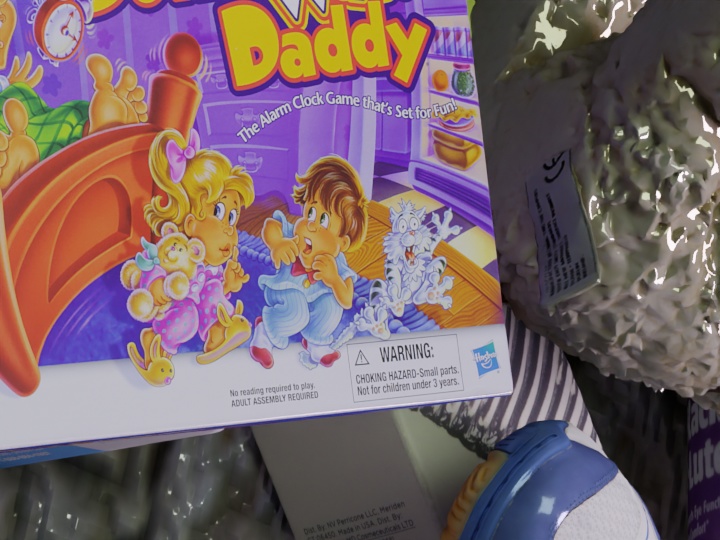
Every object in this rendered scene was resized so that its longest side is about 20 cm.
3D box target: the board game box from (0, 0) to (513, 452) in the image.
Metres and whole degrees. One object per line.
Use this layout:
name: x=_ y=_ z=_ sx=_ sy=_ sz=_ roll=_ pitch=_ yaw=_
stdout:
board game box: x=-0.060 y=-0.027 z=0.675 sx=0.199 sy=0.045 sz=0.135 roll=-5 pitch=86 yaw=-37

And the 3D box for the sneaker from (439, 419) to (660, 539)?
sneaker: x=0.085 y=0.122 z=0.833 sx=0.075 sy=0.088 sz=0.200 roll=-45 pitch=139 yaw=-18

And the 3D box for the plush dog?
plush dog: x=0.111 y=-0.004 z=0.831 sx=0.171 sy=0.200 sz=0.161 roll=30 pitch=85 yaw=-26

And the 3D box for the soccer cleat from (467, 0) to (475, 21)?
soccer cleat: x=0.082 y=-0.117 z=0.989 sx=0.200 sy=0.065 sz=0.084 roll=-16 pitch=58 yaw=-36

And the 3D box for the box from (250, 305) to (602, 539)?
box: x=0.000 y=0.000 z=0.870 sx=0.082 sy=0.068 sz=0.201 roll=-25 pitch=93 yaw=-42

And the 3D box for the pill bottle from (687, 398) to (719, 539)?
pill bottle: x=0.166 y=0.040 z=0.963 sx=0.111 sy=0.111 sz=0.201 roll=15 pitch=67 yaw=-35

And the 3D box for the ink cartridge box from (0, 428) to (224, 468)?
ink cartridge box: x=-0.137 y=-0.038 z=0.729 sx=0.199 sy=0.128 sz=0.126 roll=20 pitch=71 yaw=-32
